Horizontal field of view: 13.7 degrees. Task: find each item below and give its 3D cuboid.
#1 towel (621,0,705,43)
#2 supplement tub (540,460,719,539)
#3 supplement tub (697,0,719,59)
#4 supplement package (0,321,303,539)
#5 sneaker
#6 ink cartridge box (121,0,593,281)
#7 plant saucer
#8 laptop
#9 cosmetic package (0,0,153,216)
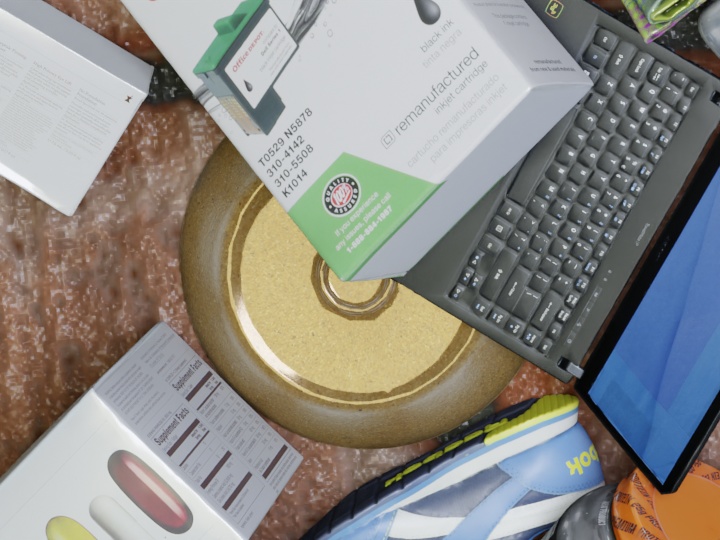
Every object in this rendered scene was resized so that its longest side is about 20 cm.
[{"bbox_3d":[0.193,-0.213,1.458,0.200,0.144,0.023,-39,128,14],"label":"towel"},{"bbox_3d":[0.124,0.193,1.517,0.122,0.123,0.200,37,125,0],"label":"supplement tub"},{"bbox_3d":[0.272,-0.090,1.472,0.122,0.123,0.200,-42,92,13],"label":"supplement tub"},{"bbox_3d":[-0.148,0.146,1.552,0.111,0.156,0.200,44,105,-1],"label":"supplement package"},{"bbox_3d":[0.040,0.141,1.573,0.199,0.074,0.083,-27,98,13],"label":"sneaker"},{"bbox_3d":[-0.007,-0.117,1.487,0.146,0.084,0.200,-46,74,22],"label":"ink cartridge box"},{"bbox_3d":[0.000,0.000,1.570,0.199,0.035,0.202,1,101,7],"label":"plant saucer"},{"bbox_3d":[0.115,-0.022,1.470,0.199,0.103,0.178,31,104,6],"label":"laptop"},{"bbox_3d":[-0.213,-0.118,1.548,0.199,0.051,0.083,31,112,-11],"label":"cosmetic package"}]
